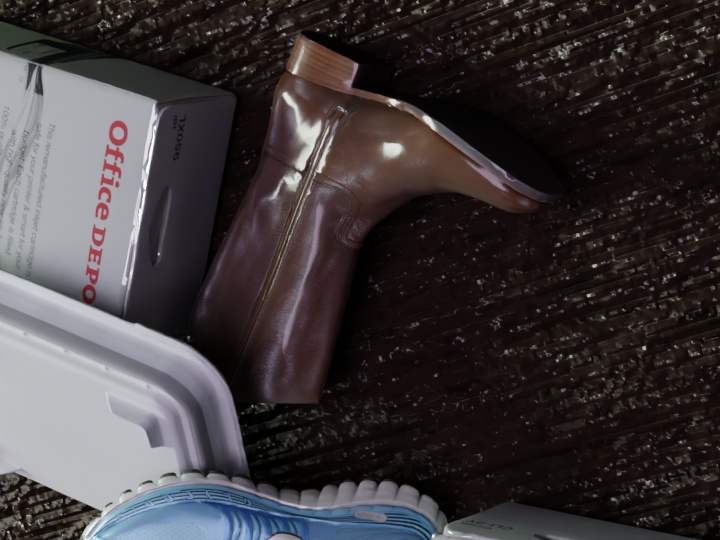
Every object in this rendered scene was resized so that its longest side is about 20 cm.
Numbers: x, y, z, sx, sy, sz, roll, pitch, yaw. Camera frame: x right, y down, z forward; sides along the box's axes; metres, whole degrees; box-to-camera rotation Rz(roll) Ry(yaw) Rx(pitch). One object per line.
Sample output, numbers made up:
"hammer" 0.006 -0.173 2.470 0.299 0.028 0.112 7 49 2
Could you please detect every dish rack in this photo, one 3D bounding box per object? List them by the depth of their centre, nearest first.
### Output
"dish rack" -0.156 0.081 1.298 0.199 0.044 0.172 21 146 23

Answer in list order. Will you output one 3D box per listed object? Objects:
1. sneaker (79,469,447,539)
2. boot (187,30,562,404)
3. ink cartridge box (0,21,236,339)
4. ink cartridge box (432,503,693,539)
"sneaker" -0.054 0.160 1.239 0.199 0.090 0.079 -3 139 6
"boot" 0.000 0.000 1.245 0.186 0.064 0.201 33 109 36
"ink cartridge box" -0.181 -0.052 1.328 0.199 0.084 0.145 19 107 26
"ink cartridge box" 0.112 0.230 1.193 0.145 0.083 0.201 8 101 29
